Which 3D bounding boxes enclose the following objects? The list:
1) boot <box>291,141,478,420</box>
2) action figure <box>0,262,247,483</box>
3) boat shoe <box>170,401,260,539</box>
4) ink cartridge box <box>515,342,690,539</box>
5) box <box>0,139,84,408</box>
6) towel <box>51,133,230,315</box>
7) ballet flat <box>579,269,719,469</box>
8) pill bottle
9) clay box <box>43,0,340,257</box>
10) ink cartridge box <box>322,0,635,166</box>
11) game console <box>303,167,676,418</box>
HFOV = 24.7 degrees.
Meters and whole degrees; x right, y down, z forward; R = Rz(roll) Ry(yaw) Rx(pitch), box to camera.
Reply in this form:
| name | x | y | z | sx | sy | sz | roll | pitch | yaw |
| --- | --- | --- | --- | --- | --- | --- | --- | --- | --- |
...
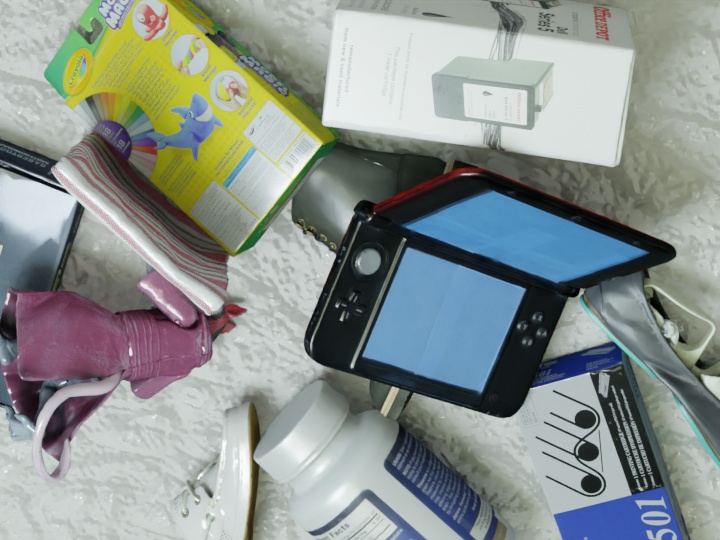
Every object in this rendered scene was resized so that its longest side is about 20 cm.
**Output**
| name | x | y | z | sx | sy | sz | roll | pitch | yaw |
| --- | --- | --- | --- | --- | --- | --- | --- | --- | --- |
| boot | 0.000 | 0.000 | 1.242 | 0.138 | 0.077 | 0.201 | 16 | 99 | 5 |
| action figure | -0.174 | 0.053 | 1.237 | 0.199 | 0.149 | 0.134 | -12 | 124 | -23 |
| boat shoe | -0.120 | 0.196 | 1.328 | 0.069 | 0.071 | 0.201 | 9 | 113 | 2 |
| ink cartridge box | 0.192 | 0.161 | 1.290 | 0.094 | 0.044 | 0.201 | -16 | 109 | 15 |
| box | -0.312 | -0.009 | 1.282 | 0.157 | 0.051 | 0.201 | 22 | 112 | -3 |
| towel | -0.150 | -0.041 | 1.172 | 0.146 | 0.200 | 0.030 | 41 | 94 | -9 |
| ballet flat | 0.249 | 0.071 | 1.236 | 0.073 | 0.073 | 0.200 | -38 | 100 | 19 |
| pill bottle | 0.016 | 0.181 | 1.283 | 0.200 | 0.111 | 0.111 | 42 | 110 | -10 |
| clay box | -0.126 | -0.120 | 1.201 | 0.200 | 0.048 | 0.115 | 43 | 111 | 6 |
| ink cartridge box | 0.083 | -0.142 | 1.129 | 0.199 | 0.146 | 0.084 | 8 | 111 | 3 |
| game console | 0.090 | 0.022 | 1.145 | 0.199 | 0.119 | 0.173 | 19 | 96 | -32 |
